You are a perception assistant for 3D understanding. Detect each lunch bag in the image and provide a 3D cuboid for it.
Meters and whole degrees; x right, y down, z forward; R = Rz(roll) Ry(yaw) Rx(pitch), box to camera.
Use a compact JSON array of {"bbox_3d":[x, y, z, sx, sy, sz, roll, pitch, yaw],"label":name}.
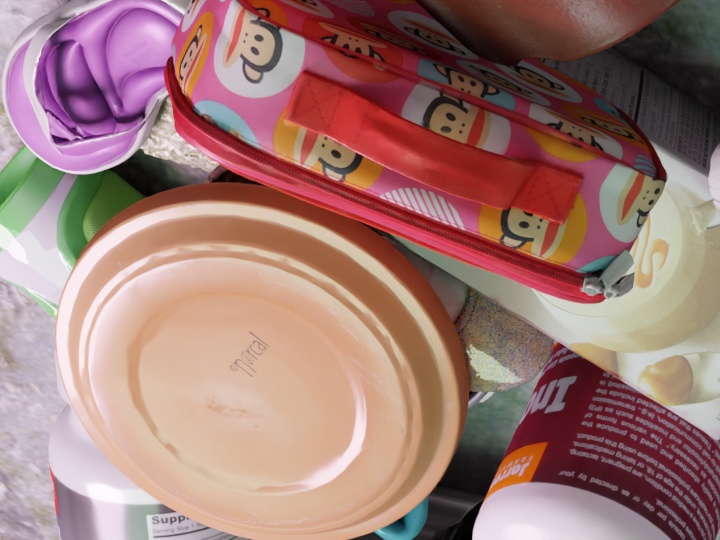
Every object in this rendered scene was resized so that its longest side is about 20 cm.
[{"bbox_3d":[0.023,-0.058,1.163,0.200,0.082,0.176,22,-169,-12],"label":"lunch bag"}]

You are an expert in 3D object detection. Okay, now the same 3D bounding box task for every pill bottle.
[{"bbox_3d":[-0.101,0.121,1.496,0.116,0.116,0.200,8,119,25],"label":"pill bottle"},{"bbox_3d":[0.123,0.111,1.421,0.113,0.200,0.113,17,144,13],"label":"pill bottle"}]

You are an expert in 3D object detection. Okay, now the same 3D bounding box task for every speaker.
[{"bbox_3d":[-0.113,0.013,1.552,0.200,0.088,0.088,38,144,-16],"label":"speaker"}]

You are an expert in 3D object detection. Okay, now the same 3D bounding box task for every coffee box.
[{"bbox_3d":[0.113,-0.028,1.321,0.200,0.080,0.114,31,117,-6],"label":"coffee box"}]

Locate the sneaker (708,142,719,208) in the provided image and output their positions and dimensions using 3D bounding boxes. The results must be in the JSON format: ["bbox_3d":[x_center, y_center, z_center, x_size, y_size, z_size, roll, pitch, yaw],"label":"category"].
[{"bbox_3d":[0.240,-0.026,1.244,0.200,0.081,0.076,24,176,-22],"label":"sneaker"}]

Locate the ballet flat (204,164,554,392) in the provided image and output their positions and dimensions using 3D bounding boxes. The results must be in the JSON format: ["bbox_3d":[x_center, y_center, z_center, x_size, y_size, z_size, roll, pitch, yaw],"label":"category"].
[{"bbox_3d":[0.000,0.000,1.369,0.200,0.068,0.067,25,177,31],"label":"ballet flat"}]

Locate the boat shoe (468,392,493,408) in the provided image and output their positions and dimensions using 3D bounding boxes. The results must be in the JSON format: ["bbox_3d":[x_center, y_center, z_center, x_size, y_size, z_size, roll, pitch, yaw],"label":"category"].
[{"bbox_3d":[0.076,0.009,1.442,0.073,0.062,0.200,29,146,-3],"label":"boat shoe"}]

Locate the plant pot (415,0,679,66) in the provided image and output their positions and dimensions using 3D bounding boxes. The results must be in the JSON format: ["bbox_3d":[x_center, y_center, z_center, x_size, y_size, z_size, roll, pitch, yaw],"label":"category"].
[{"bbox_3d":[0.045,-0.193,1.102,0.201,0.201,0.195,-6,142,39],"label":"plant pot"}]

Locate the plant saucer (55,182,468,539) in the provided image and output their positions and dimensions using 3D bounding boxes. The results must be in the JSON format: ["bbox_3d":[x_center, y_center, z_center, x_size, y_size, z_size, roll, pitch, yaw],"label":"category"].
[{"bbox_3d":[-0.049,0.051,1.352,0.200,0.032,0.200,8,126,12],"label":"plant saucer"}]

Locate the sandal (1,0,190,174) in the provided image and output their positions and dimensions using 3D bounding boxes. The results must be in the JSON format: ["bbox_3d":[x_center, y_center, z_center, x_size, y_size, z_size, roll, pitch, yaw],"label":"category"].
[{"bbox_3d":[-0.133,-0.090,1.403,0.082,0.050,0.203,39,148,-8],"label":"sandal"}]

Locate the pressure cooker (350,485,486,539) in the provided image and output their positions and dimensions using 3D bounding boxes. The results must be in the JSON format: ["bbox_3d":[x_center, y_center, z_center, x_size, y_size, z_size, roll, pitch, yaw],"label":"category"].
[{"bbox_3d":[0.029,0.204,1.630,0.200,0.176,0.179,10,120,21],"label":"pressure cooker"}]

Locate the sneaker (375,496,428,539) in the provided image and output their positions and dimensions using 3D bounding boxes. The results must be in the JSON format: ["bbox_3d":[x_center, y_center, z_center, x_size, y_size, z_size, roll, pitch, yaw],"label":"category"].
[{"bbox_3d":[0.003,0.058,1.492,0.080,0.077,0.200,54,164,48],"label":"sneaker"}]

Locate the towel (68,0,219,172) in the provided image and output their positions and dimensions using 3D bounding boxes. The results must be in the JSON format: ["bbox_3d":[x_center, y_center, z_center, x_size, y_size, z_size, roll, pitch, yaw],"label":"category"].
[{"bbox_3d":[-0.053,-0.091,1.420,0.200,0.036,0.148,18,146,12],"label":"towel"}]
